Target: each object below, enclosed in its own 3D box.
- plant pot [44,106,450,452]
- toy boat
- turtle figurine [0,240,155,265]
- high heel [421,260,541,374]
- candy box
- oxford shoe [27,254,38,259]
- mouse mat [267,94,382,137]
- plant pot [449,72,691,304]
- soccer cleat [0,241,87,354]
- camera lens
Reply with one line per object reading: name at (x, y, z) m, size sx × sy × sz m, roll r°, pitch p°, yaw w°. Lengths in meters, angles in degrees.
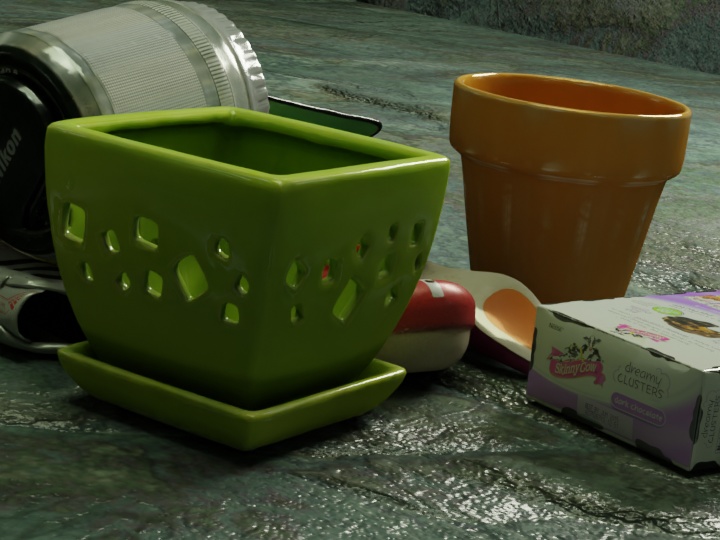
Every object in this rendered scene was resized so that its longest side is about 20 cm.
plant pot at (-0.078, 0.002, 1.243) m, size 0.198 × 0.184 × 0.199 m, roll 15°, pitch 16°, yaw 33°
toy boat at (0.000, 0.000, 1.397) m, size 0.129 × 0.132 × 0.199 m, roll -4°, pitch 16°, yaw -35°
turtle figurine at (-0.237, -0.041, 1.460) m, size 0.160 × 0.065 × 0.200 m, roll 28°, pitch 56°, yaw 23°
high heel at (0.075, 0.043, 1.474) m, size 0.199 × 0.097 × 0.067 m, roll 35°, pitch 45°, yaw 26°
candy box at (0.244, 0.072, 1.340) m, size 0.198 × 0.072 × 0.167 m, roll -3°, pitch 16°, yaw -36°
oxford shoe at (-0.268, -0.032, 1.530) m, size 0.198 × 0.075 × 0.071 m, roll 15°, pitch 16°, yaw 31°
mouse mat at (-0.095, -0.099, 1.566) m, size 0.160 × 0.008 × 0.199 m, roll -29°, pitch -23°, yaw 33°
plant pot at (0.165, -0.057, 1.600) m, size 0.198 × 0.185 × 0.200 m, roll 7°, pitch 13°, yaw -2°
soccer cleat at (-0.246, 0.020, 1.343) m, size 0.198 × 0.069 × 0.085 m, roll 14°, pitch 10°, yaw 10°
camera lens at (-0.182, -0.105, 1.373) m, size 0.159 × 0.162 × 0.199 m, roll 15°, pitch 25°, yaw 34°
